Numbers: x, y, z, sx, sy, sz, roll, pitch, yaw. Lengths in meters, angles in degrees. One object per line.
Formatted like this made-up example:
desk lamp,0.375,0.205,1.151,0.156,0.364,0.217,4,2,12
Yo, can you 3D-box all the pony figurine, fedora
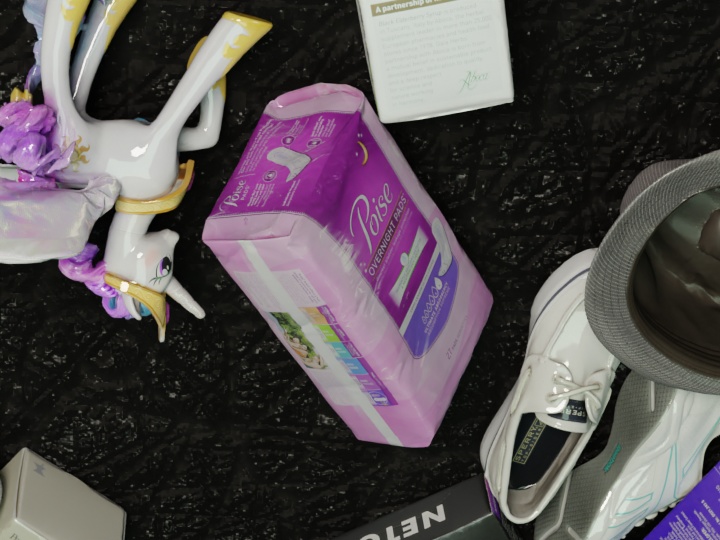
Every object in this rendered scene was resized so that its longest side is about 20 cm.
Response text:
pony figurine,-0.159,-0.064,0.832,0.192,0.167,0.201,11,104,-23
fedora,0.228,-0.013,0.927,0.199,0.090,0.177,18,118,-17

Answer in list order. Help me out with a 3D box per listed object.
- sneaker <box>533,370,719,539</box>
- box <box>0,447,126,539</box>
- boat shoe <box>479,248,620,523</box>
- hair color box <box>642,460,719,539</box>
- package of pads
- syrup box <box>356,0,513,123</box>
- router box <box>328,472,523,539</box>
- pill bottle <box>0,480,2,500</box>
sneaker,0.192,0.151,1.038,0.080,0.071,0.201,19,118,-25
box,-0.260,0.226,1.026,0.095,0.078,0.200,37,111,-24
boat shoe,0.133,0.081,0.989,0.072,0.066,0.200,17,118,-16
hair color box,0.245,0.213,1.060,0.109,0.065,0.200,11,124,-48
package of pads,0.000,0.000,0.877,0.075,0.121,0.200,-3,138,34
syrup box,0.030,-0.190,0.803,0.081,0.079,0.201,-10,122,0
router box,0.034,0.251,1.091,0.199,0.051,0.149,-25,119,9
pill bottle,-0.328,0.108,0.926,0.112,0.112,0.200,-31,120,13
